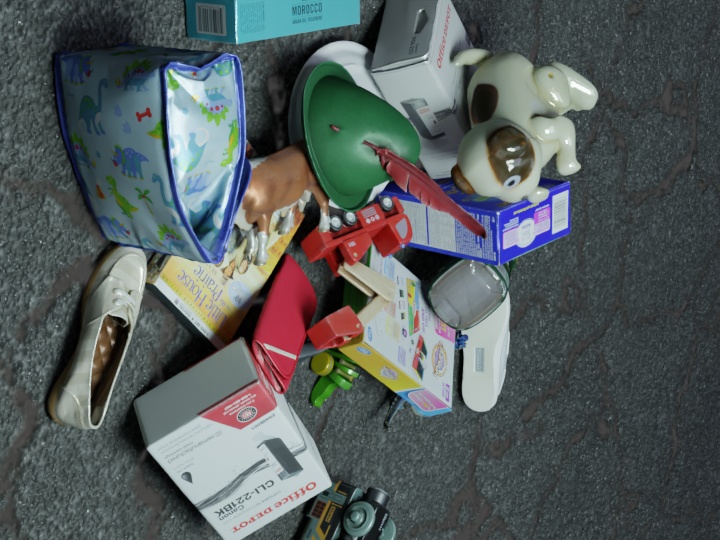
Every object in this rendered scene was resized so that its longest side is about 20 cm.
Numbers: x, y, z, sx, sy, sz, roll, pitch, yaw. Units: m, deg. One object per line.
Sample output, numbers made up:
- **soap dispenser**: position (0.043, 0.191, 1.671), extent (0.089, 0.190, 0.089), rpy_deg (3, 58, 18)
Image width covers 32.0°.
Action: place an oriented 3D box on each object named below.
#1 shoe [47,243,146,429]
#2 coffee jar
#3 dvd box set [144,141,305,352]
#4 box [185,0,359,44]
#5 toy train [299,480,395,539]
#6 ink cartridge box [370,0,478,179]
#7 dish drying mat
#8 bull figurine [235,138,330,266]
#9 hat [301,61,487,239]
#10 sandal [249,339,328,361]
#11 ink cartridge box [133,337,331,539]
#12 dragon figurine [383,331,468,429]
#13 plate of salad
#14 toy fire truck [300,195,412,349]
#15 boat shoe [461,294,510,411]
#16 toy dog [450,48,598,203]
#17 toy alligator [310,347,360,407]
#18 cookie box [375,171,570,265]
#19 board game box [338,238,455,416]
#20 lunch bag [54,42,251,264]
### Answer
- **shoe**: position (-0.260, 0.069, 1.301), extent (0.070, 0.053, 0.202), rpy_deg (29, 77, -50)
- **coffee jar**: position (0.155, 0.000, 1.695), extent (0.085, 0.104, 0.200), rpy_deg (48, 20, -5)
- **dvd box set**: position (-0.152, -0.028, 1.425), extent (0.201, 0.029, 0.147), rpy_deg (-60, 138, -22)
- **box**: position (-0.094, -0.288, 1.386), extent (0.199, 0.082, 0.050), rpy_deg (-21, 117, -46)
- **toy train**: position (-0.034, 0.364, 1.607), extent (0.085, 0.113, 0.202), rpy_deg (41, 69, -48)
- **ink cartridge box**: position (0.096, -0.238, 1.595), extent (0.201, 0.084, 0.147), rpy_deg (57, 34, -43)
- **dish drying mat**: position (-0.085, 0.057, 1.448), extent (0.077, 0.018, 0.201), rpy_deg (59, 22, -21)
- **bull figurine**: position (-0.105, -0.082, 1.395), extent (0.199, 0.065, 0.123), rpy_deg (-27, 120, -43)
- **hat**: position (0.052, -0.154, 1.421), extent (0.201, 0.174, 0.166), rpy_deg (64, 35, -31)
- **sandal**: position (-0.108, 0.095, 1.484), extent (0.199, 0.076, 0.043), rpy_deg (-11, 81, -49)
- **ink cartridge box**: position (-0.140, 0.196, 1.410), extent (0.143, 0.084, 0.201), rpy_deg (-30, 131, 0)
- **dragon figurine**: position (0.077, 0.143, 1.726), extent (0.199, 0.058, 0.101), rpy_deg (-24, 118, -45)
- **plate of salad**: position (-0.022, -0.176, 1.530), extent (0.199, 0.048, 0.203), rpy_deg (-3, 94, -46)
- **toy fire truck**: position (0.000, 0.000, 1.515), extent (0.199, 0.049, 0.142), rpy_deg (-22, 80, -40)
- **boat shoe**: position (0.191, 0.105, 1.853), extent (0.068, 0.071, 0.203), rpy_deg (-22, 111, -69)
- **toy dog**: position (0.183, -0.169, 1.511), extent (0.194, 0.139, 0.201), rpy_deg (45, 44, -23)
- **toy alligator**: position (-0.010, 0.083, 1.607), extent (0.059, 0.054, 0.202), rpy_deg (32, 75, -50)
- **cookie box**: position (0.147, -0.078, 1.641), extent (0.170, 0.198, 0.076), rpy_deg (-22, 117, -45)
- **board game box**: position (0.052, 0.076, 1.616), extent (0.200, 0.040, 0.155), rpy_deg (40, 44, -40)
- **lunch bag**: position (-0.200, -0.115, 1.234), extent (0.127, 0.169, 0.203), rpy_deg (-17, 112, -46)
